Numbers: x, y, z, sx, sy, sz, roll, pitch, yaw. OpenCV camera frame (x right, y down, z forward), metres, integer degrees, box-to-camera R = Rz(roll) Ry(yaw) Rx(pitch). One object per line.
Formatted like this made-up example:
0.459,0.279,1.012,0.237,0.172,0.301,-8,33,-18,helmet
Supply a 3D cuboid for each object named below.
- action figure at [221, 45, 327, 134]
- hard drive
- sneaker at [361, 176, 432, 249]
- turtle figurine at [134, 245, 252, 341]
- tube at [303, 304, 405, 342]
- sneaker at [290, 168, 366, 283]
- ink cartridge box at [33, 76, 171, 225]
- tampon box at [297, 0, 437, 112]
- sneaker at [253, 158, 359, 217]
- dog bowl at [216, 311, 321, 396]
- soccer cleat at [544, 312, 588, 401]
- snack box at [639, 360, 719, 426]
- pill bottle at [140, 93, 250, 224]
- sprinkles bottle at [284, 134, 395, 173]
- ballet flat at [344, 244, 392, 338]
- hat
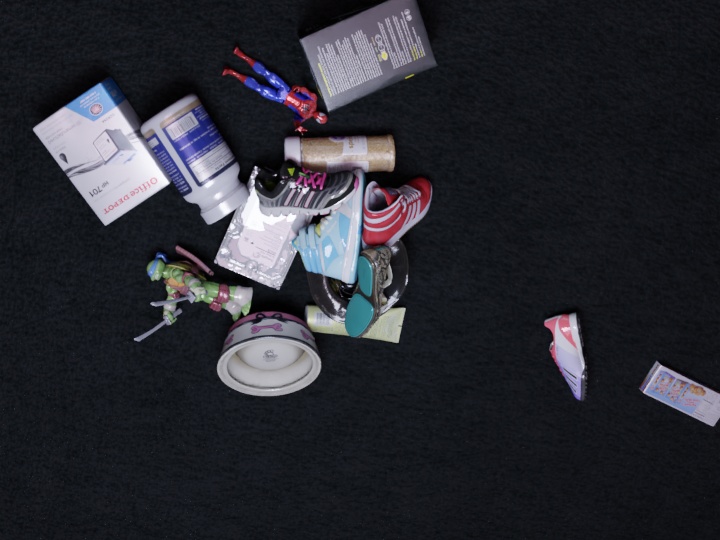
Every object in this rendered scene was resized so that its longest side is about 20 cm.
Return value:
-0.140,-0.304,1.366,0.198,0.099,0.066,28,106,-18,action figure
-0.173,-0.080,1.473,0.138,0.038,0.202,24,106,-14,hard drive
0.068,-0.129,1.402,0.070,0.201,0.114,24,143,23,sneaker
-0.305,0.067,1.446,0.191,0.202,0.145,15,124,-21,turtle figurine
-0.012,0.101,1.554,0.196,0.058,0.053,5,65,-11,tube
-0.057,-0.085,1.412,0.128,0.080,0.204,8,94,8,sneaker
-0.437,-0.206,1.372,0.145,0.086,0.202,-31,109,5,ink cartridge box
0.007,-0.370,1.327,0.197,0.150,0.128,-22,111,2,tampon box
-0.101,-0.148,1.362,0.196,0.075,0.088,-6,136,23,sneaker
-0.172,0.155,1.500,0.196,0.075,0.202,-4,141,-3,dog bowl
0.427,0.178,1.628,0.072,0.068,0.203,-5,117,21,soccer cleat
0.699,0.266,1.704,0.197,0.024,0.073,25,106,-15,snack box
-0.280,-0.190,1.369,0.114,0.116,0.202,-29,105,5,pill bottle
-0.038,-0.208,1.425,0.196,0.068,0.070,-3,111,-6,sprinkles bottle
0.023,0.037,1.406,0.075,0.068,0.202,-24,142,-34,ballet flat
0.000,0.000,1.492,0.196,0.081,0.205,1,95,9,hat
